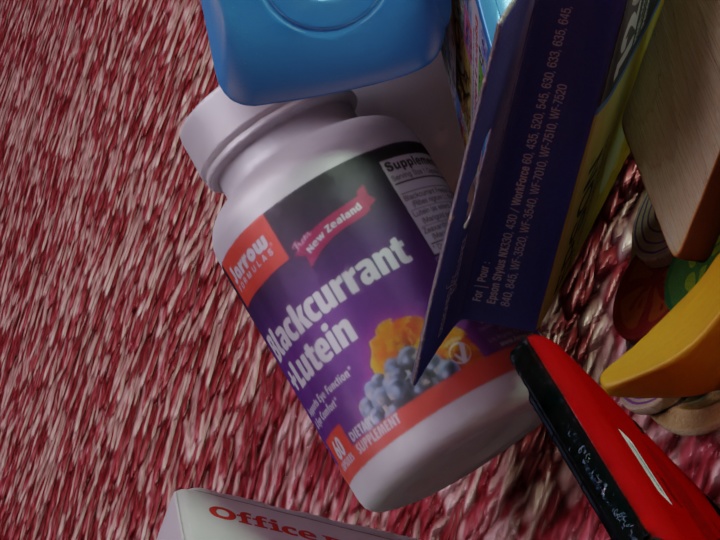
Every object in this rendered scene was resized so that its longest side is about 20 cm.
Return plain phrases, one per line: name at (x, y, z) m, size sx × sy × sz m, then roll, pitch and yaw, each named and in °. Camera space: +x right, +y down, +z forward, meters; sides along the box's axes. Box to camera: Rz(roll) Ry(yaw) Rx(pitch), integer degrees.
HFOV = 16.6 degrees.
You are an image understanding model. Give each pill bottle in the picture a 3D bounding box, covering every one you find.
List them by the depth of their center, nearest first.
pill bottle at (0.000, 0.000, 1.141) m, size 0.201 × 0.111 × 0.111 m, roll 58°, pitch 144°, yaw 14°

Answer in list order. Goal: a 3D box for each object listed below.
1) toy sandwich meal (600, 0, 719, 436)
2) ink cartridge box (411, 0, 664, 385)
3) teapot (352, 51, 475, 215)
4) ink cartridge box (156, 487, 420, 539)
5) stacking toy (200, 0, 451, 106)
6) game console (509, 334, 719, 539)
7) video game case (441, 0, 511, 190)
toy sandwich meal at (0.137, -0.035, 0.974) m, size 0.205 × 0.070 × 0.207 m, roll -163°, pitch 90°, yaw -73°
ink cartridge box at (0.088, -0.076, 1.010) m, size 0.198 × 0.047 × 0.201 m, roll 101°, pitch -168°, yaw -45°
teapot at (0.001, -0.123, 1.274) m, size 0.200 × 0.145 × 0.199 m, roll -81°, pitch 0°, yaw -62°
ink cartridge box at (-0.019, 0.194, 1.123) m, size 0.200 × 0.145 × 0.086 m, roll -115°, pitch 43°, yaw -65°
stacking toy at (-0.030, -0.151, 1.143) m, size 0.200 × 0.109 × 0.117 m, roll -128°, pitch 26°, yaw -75°
game console at (0.095, 0.146, 0.878) m, size 0.119 × 0.172 × 0.200 m, roll -43°, pitch 24°, yaw 7°
video game case at (0.042, -0.145, 1.105) m, size 0.143 × 0.018 × 0.201 m, roll 89°, pitch 170°, yaw -63°
